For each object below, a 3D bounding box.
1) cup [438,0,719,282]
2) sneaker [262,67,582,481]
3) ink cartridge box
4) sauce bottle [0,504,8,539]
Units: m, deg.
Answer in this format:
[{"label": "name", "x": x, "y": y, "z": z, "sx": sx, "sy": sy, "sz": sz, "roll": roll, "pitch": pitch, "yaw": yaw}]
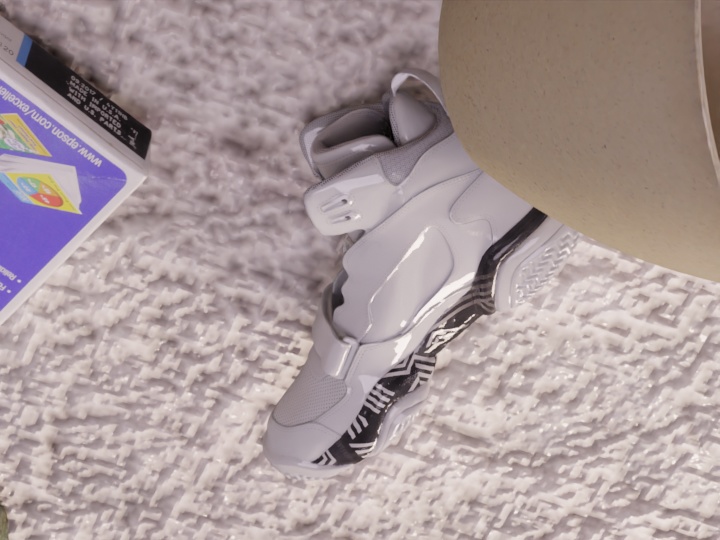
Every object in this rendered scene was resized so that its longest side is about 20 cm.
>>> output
[{"label": "cup", "x": 0.116, "y": -0.090, "z": 0.980, "sx": 0.143, "sy": 0.201, "sz": 0.201, "roll": 0, "pitch": 128, "yaw": 34}, {"label": "sneaker", "x": 0.000, "y": 0.000, "z": 1.094, "sx": 0.115, "sy": 0.075, "sz": 0.200, "roll": 37, "pitch": 111, "yaw": -21}, {"label": "ink cartridge box", "x": -0.227, "y": -0.048, "z": 1.080, "sx": 0.198, "sy": 0.043, "sz": 0.200, "roll": 38, "pitch": 117, "yaw": -19}, {"label": "sauce bottle", "x": -0.273, "y": 0.143, "z": 1.197, "sx": 0.199, "sy": 0.065, "sz": 0.065, "roll": 1, "pitch": 124, "yaw": 2}]
